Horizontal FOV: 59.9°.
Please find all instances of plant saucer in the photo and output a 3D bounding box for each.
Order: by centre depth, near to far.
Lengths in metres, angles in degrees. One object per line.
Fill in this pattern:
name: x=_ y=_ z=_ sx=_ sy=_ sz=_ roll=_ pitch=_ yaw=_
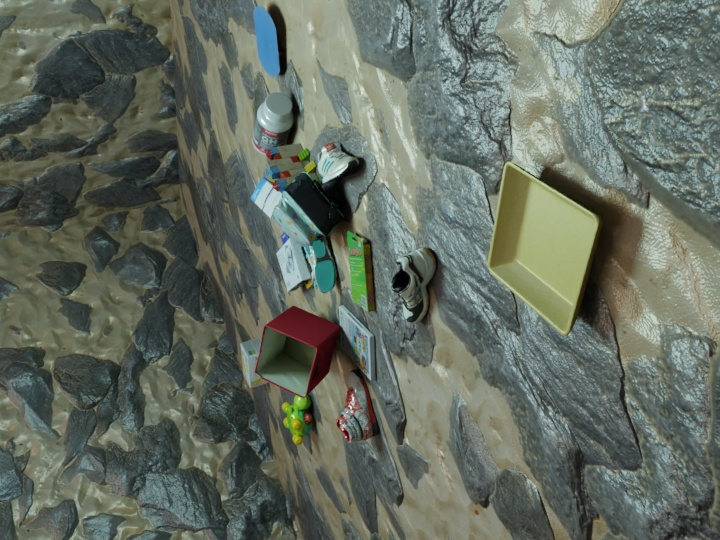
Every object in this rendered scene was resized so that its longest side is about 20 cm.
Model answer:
plant saucer: x=0.280 y=-0.040 z=0.940 sx=0.200 sy=0.048 sz=0.202 roll=48 pitch=145 yaw=47

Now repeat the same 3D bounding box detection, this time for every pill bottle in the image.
pill bottle: x=-0.263 y=-0.444 z=1.891 sx=0.112 sy=0.110 sz=0.200 roll=69 pitch=157 yaw=16

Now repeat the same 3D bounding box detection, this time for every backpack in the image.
backpack: x=-0.149 y=-0.156 z=1.713 sx=0.176 sy=0.153 sz=0.200 roll=45 pitch=175 yaw=-6

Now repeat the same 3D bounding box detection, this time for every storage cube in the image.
storage cube: x=-0.181 y=0.235 z=1.836 sx=0.198 sy=0.180 sz=0.173 roll=21 pitch=112 yaw=14

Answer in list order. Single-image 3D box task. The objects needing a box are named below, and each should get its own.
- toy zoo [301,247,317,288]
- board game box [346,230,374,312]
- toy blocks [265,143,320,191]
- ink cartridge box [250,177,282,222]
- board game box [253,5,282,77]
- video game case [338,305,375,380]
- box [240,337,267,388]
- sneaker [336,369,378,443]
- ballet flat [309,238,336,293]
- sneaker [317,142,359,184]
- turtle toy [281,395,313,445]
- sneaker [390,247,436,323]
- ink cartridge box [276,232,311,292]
toy zoo: x=-0.178 y=-0.030 z=2.046 sx=0.202 sy=0.020 sz=0.131 roll=68 pitch=156 yaw=19
board game box: x=0.000 y=0.000 z=1.642 sx=0.095 sy=0.030 sz=0.202 roll=33 pitch=135 yaw=58
toy blocks: x=-0.216 y=-0.295 z=1.835 sx=0.201 sy=0.135 sz=0.100 roll=63 pitch=154 yaw=30
ink cartridge box: x=-0.230 y=-0.192 z=1.899 sx=0.085 sy=0.144 sz=0.200 roll=-57 pitch=35 yaw=5
board game box: x=-0.262 y=-0.680 z=1.852 sx=0.158 sy=0.039 sz=0.202 roll=45 pitch=148 yaw=42
video game case: x=-0.011 y=0.205 z=1.797 sx=0.200 sy=0.018 sz=0.145 roll=41 pitch=138 yaw=55
box: x=-0.498 y=0.438 z=2.959 sx=0.113 sy=0.100 sz=0.202 roll=48 pitch=145 yaw=47
sneaker: x=-0.026 y=0.399 z=1.828 sx=0.067 sy=0.107 sz=0.204 roll=-43 pitch=63 yaw=64
ballet flat: x=-0.109 y=-0.036 z=1.850 sx=0.072 sy=0.071 sz=0.203 roll=179 pitch=80 yaw=-67
sneaker: x=-0.067 y=-0.278 z=1.579 sx=0.199 sy=0.070 sz=0.094 roll=-1 pitch=108 yaw=70
turtle toy: x=-0.236 y=0.565 z=2.421 sx=0.146 sy=0.100 sz=0.202 roll=43 pitch=141 yaw=53
sneaker: x=0.101 y=0.038 z=1.352 sx=0.076 sy=0.087 sz=0.202 roll=51 pitch=148 yaw=42
ink cartridge box: x=-0.234 y=-0.044 z=2.089 sx=0.199 sy=0.040 sz=0.202 roll=-34 pitch=71 yaw=66
